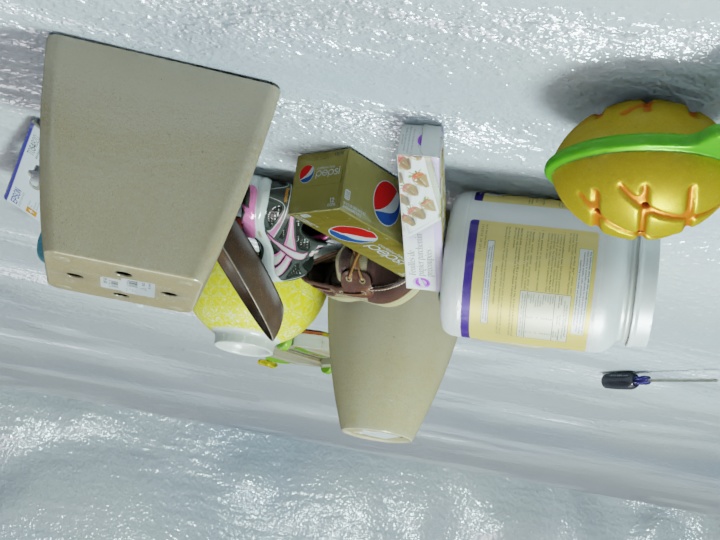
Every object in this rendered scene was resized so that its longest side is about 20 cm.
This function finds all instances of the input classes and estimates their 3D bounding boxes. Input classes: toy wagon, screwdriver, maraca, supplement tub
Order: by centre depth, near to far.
[{"bbox_3d":[0.237,-0.080,0.929,0.200,0.107,0.137,-6,166,42],"label":"maraca"},{"bbox_3d":[0.184,0.003,1.179,0.199,0.146,0.145,7,164,9],"label":"supplement tub"},{"bbox_3d":[0.452,0.165,1.819,0.200,0.028,0.029,-7,-172,42],"label":"screwdriver"},{"bbox_3d":[-0.101,0.134,1.989,0.155,0.040,0.200,21,161,-35],"label":"toy wagon"}]

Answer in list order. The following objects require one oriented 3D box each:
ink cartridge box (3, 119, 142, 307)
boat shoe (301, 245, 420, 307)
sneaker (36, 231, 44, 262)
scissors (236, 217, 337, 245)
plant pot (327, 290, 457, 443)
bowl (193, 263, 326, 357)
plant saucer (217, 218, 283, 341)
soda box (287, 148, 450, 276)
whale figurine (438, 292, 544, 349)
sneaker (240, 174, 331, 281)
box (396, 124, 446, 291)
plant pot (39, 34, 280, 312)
[{"bbox_3d":[-0.277,-0.064,1.285,0.200,0.041,0.200,40,149,-7],"label":"ink cartridge box"},{"bbox_3d":[0.000,0.000,1.416,0.072,0.072,0.200,19,168,-35],"label":"boat shoe"},{"bbox_3d":[-0.293,-0.024,1.472,0.199,0.080,0.130,-3,159,38],"label":"sneaker"},{"bbox_3d":[-0.128,-0.050,1.405,0.199,0.014,0.073,9,163,4],"label":"scissors"},{"bbox_3d":[0.036,0.115,1.553,0.187,0.201,0.187,8,165,2],"label":"plant pot"},{"bbox_3d":[-0.147,0.054,1.610,0.199,0.108,0.200,8,165,2],"label":"bowl"},{"bbox_3d":[-0.134,-0.016,1.293,0.032,0.201,0.200,-30,166,-9],"label":"plant saucer"},{"bbox_3d":[0.018,-0.054,1.221,0.068,0.064,0.200,-4,160,37],"label":"soda box"},{"bbox_3d":[0.171,0.025,1.401,0.158,0.104,0.200,9,-171,1],"label":"whale figurine"},{"bbox_3d":[-0.067,-0.037,1.302,0.086,0.081,0.200,4,165,10],"label":"sneaker"},{"bbox_3d":[0.059,-0.055,1.126,0.039,0.042,0.200,5,143,9],"label":"box"},{"bbox_3d":[-0.197,-0.070,1.078,0.199,0.178,0.200,12,164,-10],"label":"plant pot"}]
